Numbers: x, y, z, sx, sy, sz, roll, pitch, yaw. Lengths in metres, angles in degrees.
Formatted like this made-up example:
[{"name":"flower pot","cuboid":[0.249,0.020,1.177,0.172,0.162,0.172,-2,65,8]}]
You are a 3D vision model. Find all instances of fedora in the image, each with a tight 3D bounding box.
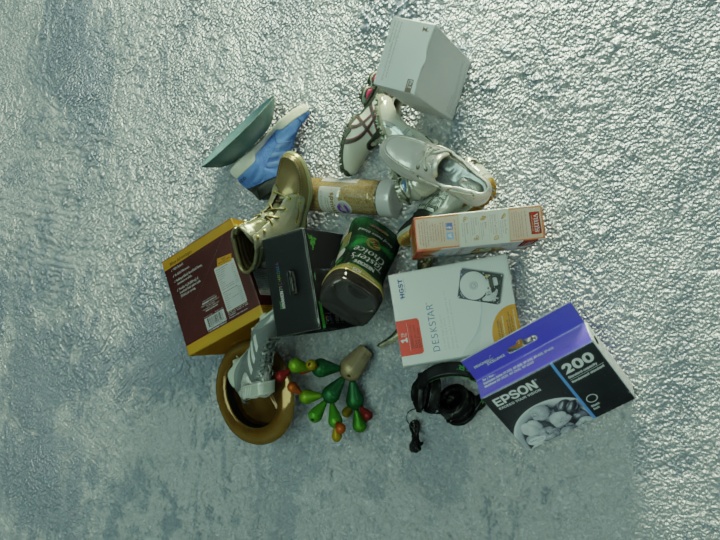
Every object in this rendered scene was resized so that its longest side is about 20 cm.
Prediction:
[{"name":"fedora","cuboid":[-0.193,0.235,1.298,0.198,0.082,0.204,-1,88,26]}]

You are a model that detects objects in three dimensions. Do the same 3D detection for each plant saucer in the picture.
[{"name":"plant saucer","cuboid":[-0.231,-0.262,1.299,0.200,0.202,0.039,-35,111,22]}]

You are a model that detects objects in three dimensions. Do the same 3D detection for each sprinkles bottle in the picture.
[{"name":"sprinkles bottle","cuboid":[-0.022,-0.139,1.232,0.198,0.068,0.069,6,91,27]}]

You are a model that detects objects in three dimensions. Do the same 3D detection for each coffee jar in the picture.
[{"name":"coffee jar","cuboid":[0.000,0.000,1.136,0.104,0.201,0.085,31,130,-10]}]

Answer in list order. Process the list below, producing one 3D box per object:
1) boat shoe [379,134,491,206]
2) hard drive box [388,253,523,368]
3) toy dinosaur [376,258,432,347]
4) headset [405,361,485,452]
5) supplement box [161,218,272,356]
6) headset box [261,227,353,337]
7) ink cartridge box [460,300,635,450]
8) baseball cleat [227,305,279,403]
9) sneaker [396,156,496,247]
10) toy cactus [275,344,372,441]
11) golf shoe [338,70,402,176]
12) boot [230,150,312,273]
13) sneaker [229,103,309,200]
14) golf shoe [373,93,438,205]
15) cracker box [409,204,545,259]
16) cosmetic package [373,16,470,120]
[{"name":"boat shoe","cuboid":[0.122,-0.171,1.059,0.198,0.069,0.071,25,87,7]},{"name":"hard drive box","cuboid":[0.157,0.068,1.097,0.197,0.077,0.158,-11,85,8]},{"name":"toy dinosaur","cuboid":[0.106,0.069,1.177,0.088,0.047,0.202,32,104,31]},{"name":"headset","cuboid":[0.137,0.230,1.112,0.200,0.122,0.095,-51,23,43]},{"name":"supplement box","cuboid":[-0.256,0.037,1.302,0.196,0.132,0.202,-28,73,23]},{"name":"headset box","cuboid":[-0.082,0.023,1.184,0.092,0.199,0.177,-13,82,25]},{"name":"ink cartridge box","cuboid":[0.289,0.169,1.017,0.197,0.044,0.200,-33,114,22]},{"name":"baseball cleat","cuboid":[-0.170,0.161,1.197,0.107,0.069,0.201,52,126,28]},{"name":"sneaker","cuboid":[0.142,-0.118,1.157,0.199,0.075,0.088,-34,59,18]},{"name":"toy cactus","cuboid":[-0.041,0.206,1.204,0.200,0.102,0.165,42,79,-7]},{"name":"golf shoe","cuboid":[0.023,-0.261,1.211,0.087,0.077,0.202,26,101,17]},{"name":"boot","cuboid":[-0.161,-0.104,1.189,0.072,0.154,0.202,24,123,27]},{"name":"sneaker","cuboid":[-0.151,-0.226,1.301,0.111,0.077,0.200,46,81,-14]},{"name":"golf shoe","cuboid":[0.085,-0.218,1.138,0.096,0.078,0.202,-19,82,9]},{"name":"cracker box","cuboid":[0.180,-0.058,1.053,0.197,0.134,0.059,-6,85,2]},{"name":"cosmetic package","cuboid":[0.107,-0.331,1.098,0.080,0.199,0.114,21,97,25]}]
